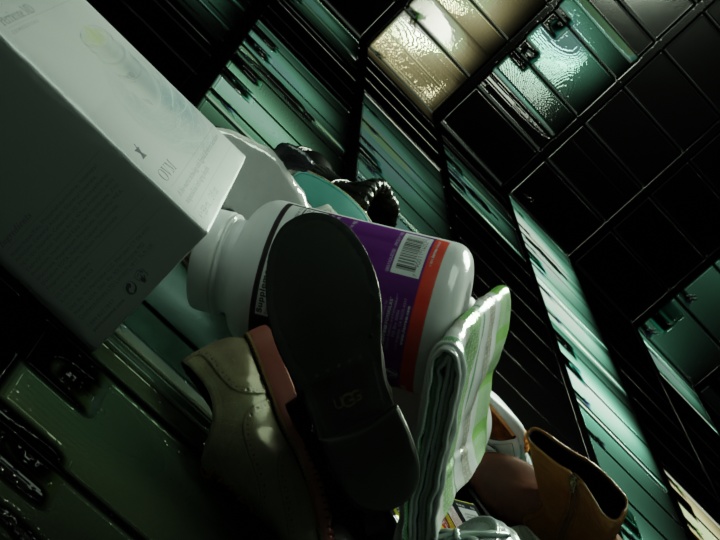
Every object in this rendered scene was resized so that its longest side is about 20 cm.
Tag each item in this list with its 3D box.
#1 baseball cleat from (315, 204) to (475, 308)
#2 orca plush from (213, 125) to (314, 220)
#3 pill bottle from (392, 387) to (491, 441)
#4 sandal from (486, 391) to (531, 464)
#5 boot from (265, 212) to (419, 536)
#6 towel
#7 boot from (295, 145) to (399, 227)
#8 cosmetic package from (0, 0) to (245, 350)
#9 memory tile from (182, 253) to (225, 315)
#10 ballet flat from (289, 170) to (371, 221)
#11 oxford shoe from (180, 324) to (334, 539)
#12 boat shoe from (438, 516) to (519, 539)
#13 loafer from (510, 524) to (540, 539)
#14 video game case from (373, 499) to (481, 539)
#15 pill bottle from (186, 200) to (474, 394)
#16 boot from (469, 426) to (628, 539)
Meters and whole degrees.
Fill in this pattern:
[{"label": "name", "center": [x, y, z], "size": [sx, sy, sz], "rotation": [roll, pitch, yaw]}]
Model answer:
[{"label": "baseball cleat", "center": [0.000, 0.000, 0.958], "size": [0.070, 0.197, 0.108], "rotation": [109, -15, -79]}, {"label": "orca plush", "center": [-0.073, -0.052, 1.033], "size": [0.199, 0.106, 0.071], "rotation": [26, -10, -25]}, {"label": "pill bottle", "center": [0.047, 0.122, 1.005], "size": [0.110, 0.109, 0.200], "rotation": [53, 8, 19]}, {"label": "sandal", "center": [0.135, 0.181, 1.234], "size": [0.079, 0.059, 0.207], "rotation": [47, -10, 34]}, {"label": "boot", "center": [-0.017, 0.076, 0.771], "size": [0.174, 0.068, 0.202], "rotation": [113, -38, -78]}, {"label": "towel", "center": [0.075, 0.098, 0.842], "size": [0.030, 0.151, 0.200], "rotation": [14, 15, 15]}, {"label": "boot", "center": [-0.028, -0.075, 1.231], "size": [0.156, 0.080, 0.211], "rotation": [9, 15, 17]}, {"label": "cosmetic package", "center": [-0.200, -0.086, 0.832], "size": [0.200, 0.123, 0.200], "rotation": [43, 15, -13]}, {"label": "memory tile", "center": [-0.137, -0.032, 1.078], "size": [0.201, 0.017, 0.153], "rotation": [52, 16, 14]}, {"label": "ballet flat", "center": [-0.080, -0.067, 1.103], "size": [0.198, 0.071, 0.071], "rotation": [28, 18, -6]}, {"label": "oxford shoe", "center": [-0.067, 0.138, 0.786], "size": [0.071, 0.074, 0.202], "rotation": [101, -28, -60]}, {"label": "boat shoe", "center": [0.058, 0.215, 0.800], "size": [0.202, 0.074, 0.065], "rotation": [-35, 103, -59]}, {"label": "loafer", "center": [0.187, 0.285, 1.022], "size": [0.200, 0.069, 0.070], "rotation": [50, -16, 54]}, {"label": "video game case", "center": [0.090, 0.264, 0.950], "size": [0.180, 0.025, 0.201], "rotation": [28, 26, -53]}, {"label": "pill bottle", "center": [-0.022, 0.015, 0.870], "size": [0.198, 0.114, 0.112], "rotation": [14, 11, 10]}, {"label": "boot", "center": [0.159, 0.196, 1.063], "size": [0.188, 0.068, 0.201], "rotation": [44, -12, 32]}]
